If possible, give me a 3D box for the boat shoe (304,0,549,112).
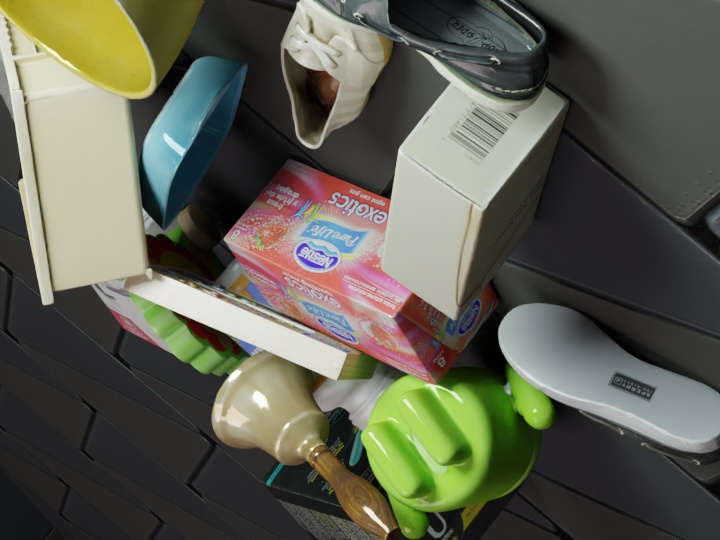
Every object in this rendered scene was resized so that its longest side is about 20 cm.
[{"bbox_3d":[0.032,-0.173,1.263,0.199,0.075,0.066,38,159,6],"label":"boat shoe"}]

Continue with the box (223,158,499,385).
[{"bbox_3d":[0.000,0.000,1.677,0.200,0.095,0.103,25,158,38],"label":"box"}]

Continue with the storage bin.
[{"bbox_3d":[-0.237,-0.117,1.665,0.199,0.093,0.201,-114,17,-52],"label":"storage bin"}]

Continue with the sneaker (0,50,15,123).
[{"bbox_3d":[-0.310,-0.198,1.891,0.082,0.075,0.200,47,160,27],"label":"sneaker"}]

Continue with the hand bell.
[{"bbox_3d":[-0.030,0.161,1.717,0.200,0.104,0.104,43,167,41],"label":"hand bell"}]

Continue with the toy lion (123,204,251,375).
[{"bbox_3d":[-0.142,0.039,1.924,0.200,0.069,0.192,46,-161,-18],"label":"toy lion"}]

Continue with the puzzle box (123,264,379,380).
[{"bbox_3d":[-0.089,0.043,1.722,0.199,0.026,0.133,23,-177,12],"label":"puzzle box"}]

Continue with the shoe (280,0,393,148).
[{"bbox_3d":[-0.020,-0.146,1.452,0.070,0.053,0.200,36,161,11],"label":"shoe"}]

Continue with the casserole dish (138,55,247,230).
[{"bbox_3d":[-0.141,-0.106,1.660,0.039,0.121,0.200,30,161,0],"label":"casserole dish"}]

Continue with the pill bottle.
[{"bbox_3d":[-0.039,0.056,1.852,0.200,0.112,0.112,41,161,-1],"label":"pill bottle"}]

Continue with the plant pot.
[{"bbox_3d":[-0.171,-0.238,1.395,0.200,0.142,0.200,36,161,14],"label":"plant pot"}]

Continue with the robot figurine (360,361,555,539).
[{"bbox_3d":[0.080,0.140,1.722,0.116,0.175,0.200,50,-161,18],"label":"robot figurine"}]

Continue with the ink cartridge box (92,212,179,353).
[{"bbox_3d":[-0.219,-0.006,2.101,0.145,0.085,0.200,23,153,41],"label":"ink cartridge box"}]

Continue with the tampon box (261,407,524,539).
[{"bbox_3d":[0.030,0.205,1.995,0.126,0.150,0.200,49,159,-24],"label":"tampon box"}]

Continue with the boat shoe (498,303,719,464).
[{"bbox_3d":[0.192,0.092,1.565,0.200,0.069,0.057,28,159,26],"label":"boat shoe"}]

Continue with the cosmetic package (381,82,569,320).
[{"bbox_3d":[0.075,-0.056,1.400,0.073,0.104,0.200,35,162,12],"label":"cosmetic package"}]
